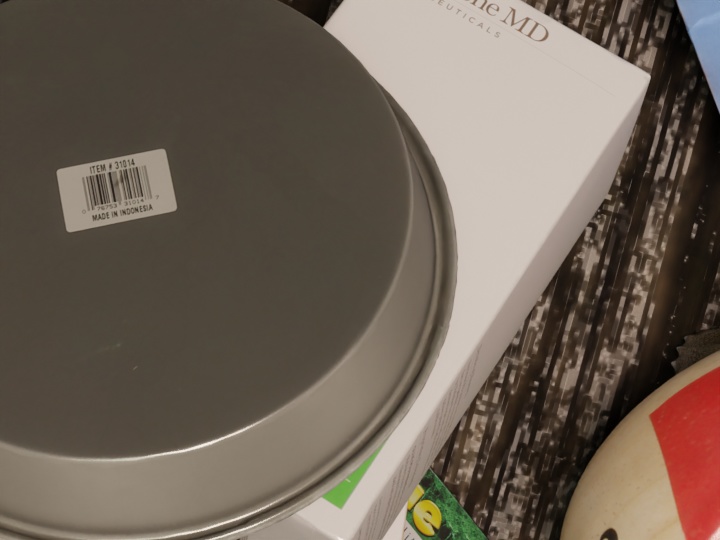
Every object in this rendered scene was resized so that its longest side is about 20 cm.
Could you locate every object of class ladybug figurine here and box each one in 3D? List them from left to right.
[{"bbox_3d":[0.165,0.085,0.783,0.198,0.072,0.137,-20,94,2],"label":"ladybug figurine"}]

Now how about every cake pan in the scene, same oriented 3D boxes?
[{"bbox_3d":[-0.070,-0.012,0.702,0.198,0.037,0.202,-1,58,2],"label":"cake pan"}]

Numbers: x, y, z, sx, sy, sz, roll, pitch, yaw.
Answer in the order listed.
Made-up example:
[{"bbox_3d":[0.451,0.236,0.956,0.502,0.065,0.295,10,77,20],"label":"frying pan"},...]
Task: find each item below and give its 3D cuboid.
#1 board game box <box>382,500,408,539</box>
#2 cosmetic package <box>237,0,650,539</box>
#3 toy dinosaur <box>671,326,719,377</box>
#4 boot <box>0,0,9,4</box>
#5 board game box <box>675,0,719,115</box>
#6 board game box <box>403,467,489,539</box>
[{"bbox_3d":[-0.027,0.052,0.804,0.095,0.030,0.202,13,66,-7],"label":"board game box"},{"bbox_3d":[0.000,0.000,0.771,0.107,0.085,0.201,29,64,9],"label":"cosmetic package"},{"bbox_3d":[0.130,0.092,0.858,0.102,0.077,0.201,33,97,5],"label":"toy dinosaur"},{"bbox_3d":[-0.051,-0.125,0.804,0.198,0.165,0.066,-12,72,-26],"label":"boot"},{"bbox_3d":[0.187,-0.115,0.807,0.157,0.039,0.201,-20,105,15],"label":"board game box"},{"bbox_3d":[0.033,0.152,0.842,0.200,0.023,0.105,52,52,-7],"label":"board game box"}]
